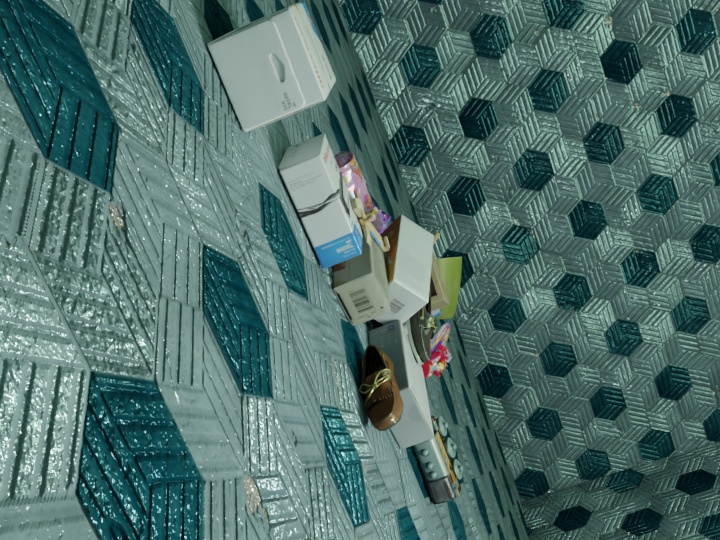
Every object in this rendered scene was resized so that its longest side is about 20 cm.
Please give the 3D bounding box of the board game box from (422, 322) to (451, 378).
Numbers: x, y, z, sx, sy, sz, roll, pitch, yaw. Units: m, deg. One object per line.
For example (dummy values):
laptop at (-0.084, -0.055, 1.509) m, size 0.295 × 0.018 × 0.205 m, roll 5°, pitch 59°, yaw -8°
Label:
board game box at (0.169, 0.218, 1.821) m, size 0.039 × 0.201 × 0.159 m, roll 29°, pitch -27°, yaw 19°

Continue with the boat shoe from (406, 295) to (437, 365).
boat shoe at (0.135, 0.107, 1.718) m, size 0.072 × 0.059 × 0.204 m, roll 56°, pitch 23°, yaw -51°

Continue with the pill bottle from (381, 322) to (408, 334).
pill bottle at (0.094, 0.095, 1.839) m, size 0.110 × 0.108 × 0.204 m, roll 38°, pitch 34°, yaw -71°

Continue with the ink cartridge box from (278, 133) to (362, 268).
ink cartridge box at (-0.068, -0.130, 1.450) m, size 0.145 × 0.083 × 0.203 m, roll -88°, pitch 156°, yaw -65°

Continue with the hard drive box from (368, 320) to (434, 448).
hard drive box at (0.082, 0.231, 1.620) m, size 0.202 × 0.076 × 0.157 m, roll -96°, pitch 163°, yaw -54°

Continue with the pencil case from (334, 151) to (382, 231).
pencil case at (-0.019, -0.168, 1.804) m, size 0.088 × 0.086 × 0.202 m, roll -93°, pitch 162°, yaw -58°

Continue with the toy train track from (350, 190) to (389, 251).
toy train track at (0.029, -0.090, 1.554) m, size 0.200 × 0.032 × 0.117 m, roll 50°, pitch 23°, yaw -61°

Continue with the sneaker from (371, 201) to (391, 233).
sneaker at (0.031, -0.143, 2.011) m, size 0.081 × 0.082 × 0.202 m, roll -94°, pitch 161°, yaw -57°

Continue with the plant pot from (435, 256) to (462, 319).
plant pot at (0.263, 0.062, 2.696) m, size 0.187 × 0.183 × 0.205 m, roll -5°, pitch 91°, yaw -79°

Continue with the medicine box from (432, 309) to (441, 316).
medicine box at (0.145, 0.018, 2.272) m, size 0.184 × 0.101 × 0.202 m, roll -97°, pitch 163°, yaw -50°

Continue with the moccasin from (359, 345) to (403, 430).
moccasin at (0.034, 0.207, 1.421) m, size 0.078 × 0.073 × 0.203 m, roll 54°, pitch 20°, yaw -28°

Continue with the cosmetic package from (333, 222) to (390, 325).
cosmetic package at (0.000, 0.000, 1.569) m, size 0.201 × 0.086 × 0.104 m, roll -91°, pitch 158°, yaw -57°

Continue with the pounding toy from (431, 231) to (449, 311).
pounding toy at (0.134, 0.009, 1.998) m, size 0.142 × 0.181 × 0.204 m, roll 37°, pitch 34°, yaw -72°

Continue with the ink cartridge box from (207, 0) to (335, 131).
ink cartridge box at (-0.137, -0.334, 1.280) m, size 0.201 × 0.142 × 0.149 m, roll -81°, pitch 149°, yaw -69°

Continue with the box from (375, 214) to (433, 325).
box at (0.080, 0.003, 1.697) m, size 0.097 × 0.124 × 0.202 m, roll 30°, pitch 42°, yaw -20°

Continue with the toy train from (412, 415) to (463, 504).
toy train at (0.167, 0.415, 1.745) m, size 0.203 × 0.084 × 0.114 m, roll 70°, pitch 20°, yaw -6°
